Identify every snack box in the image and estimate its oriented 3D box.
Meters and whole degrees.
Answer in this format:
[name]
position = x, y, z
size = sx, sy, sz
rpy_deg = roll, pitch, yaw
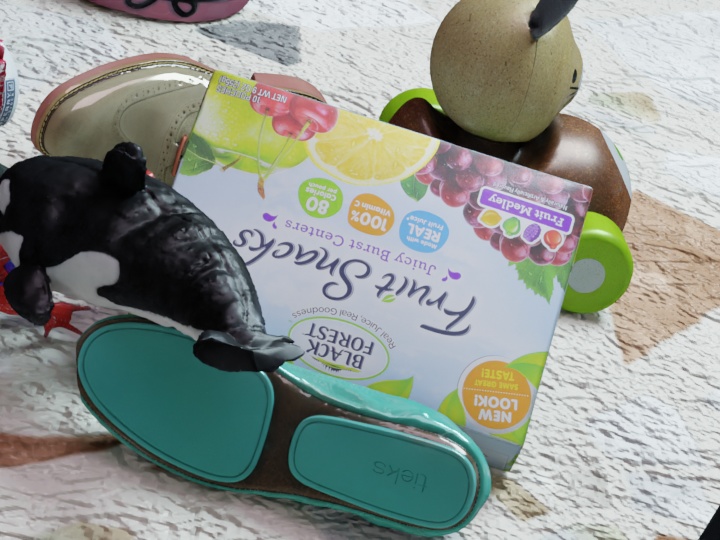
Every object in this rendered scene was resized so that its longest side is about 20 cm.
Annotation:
[snack box]
position = 0.000, 0.000, 1.108
size = 0.199, 0.053, 0.143
rpy_deg = 17, 70, 1

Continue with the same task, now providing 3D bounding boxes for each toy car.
[toy car]
position = 0.099, -0.107, 1.294
size = 0.157, 0.201, 0.165
rpy_deg = 10, 27, -12

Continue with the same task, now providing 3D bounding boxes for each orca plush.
[orca plush]
position = -0.108, -0.018, 1.008
size = 0.105, 0.071, 0.200
rpy_deg = -18, 34, -20

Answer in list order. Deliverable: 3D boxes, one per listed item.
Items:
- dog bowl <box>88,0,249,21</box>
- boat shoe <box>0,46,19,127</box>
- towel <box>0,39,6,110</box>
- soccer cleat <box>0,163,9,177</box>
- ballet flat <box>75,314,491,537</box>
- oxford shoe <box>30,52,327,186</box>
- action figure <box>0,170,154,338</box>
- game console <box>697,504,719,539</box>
[dog bowl]
position = -0.148, -0.238, 1.550
size = 0.199, 0.074, 0.200
rpy_deg = 14, 26, -7
[boat shoe]
position = -0.283, -0.143, 1.284
size = 0.091, 0.071, 0.200
rpy_deg = -8, 36, -43
[towel]
position = -0.250, -0.088, 1.116
size = 0.144, 0.023, 0.200
rpy_deg = 9, -14, -11
[soccer cleat]
position = -0.243, -0.032, 1.111
size = 0.199, 0.067, 0.082
rpy_deg = 16, 62, -33
[ballet flat]
position = -0.036, 0.073, 1.035
size = 0.199, 0.068, 0.070
rpy_deg = 19, 2, 4
[oxford shoe]
position = -0.088, -0.075, 1.273
size = 0.199, 0.071, 0.075
rpy_deg = -4, 38, -34
[action figure]
position = -0.167, 0.000, 1.103
size = 0.065, 0.052, 0.199
rpy_deg = 29, 33, 36
[game console]
position = 0.212, 0.156, 0.953
size = 0.200, 0.176, 0.116
rpy_deg = 34, 2, 30
